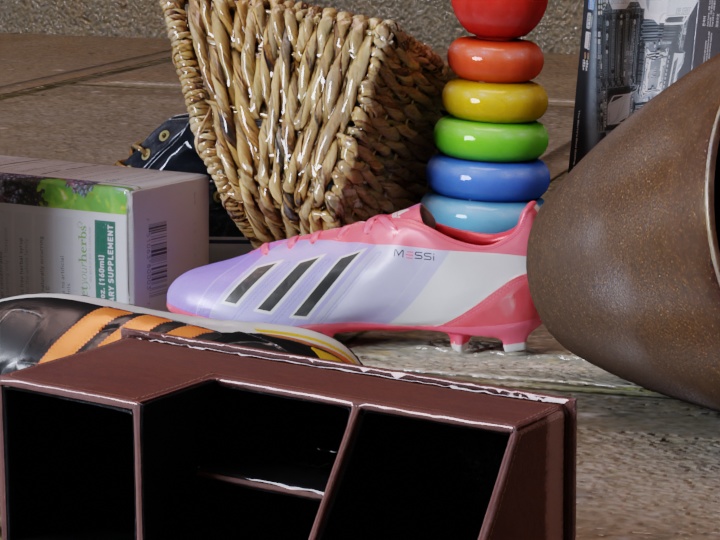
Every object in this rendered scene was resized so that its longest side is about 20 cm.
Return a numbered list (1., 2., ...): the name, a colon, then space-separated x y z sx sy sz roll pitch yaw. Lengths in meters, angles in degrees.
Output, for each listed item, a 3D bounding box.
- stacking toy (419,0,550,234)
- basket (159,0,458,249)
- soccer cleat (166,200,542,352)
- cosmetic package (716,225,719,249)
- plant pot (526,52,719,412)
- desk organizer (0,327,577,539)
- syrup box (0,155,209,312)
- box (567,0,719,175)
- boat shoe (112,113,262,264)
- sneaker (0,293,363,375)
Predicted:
1. stacking toy: 0.072 -0.079 1.375 0.085 0.202 0.085 3 9 -1
2. basket: -0.032 -0.068 1.417 0.148 0.144 0.200 15 -3 22
3. soccer cleat: 0.000 0.000 1.282 0.198 0.077 0.067 2 10 4
4. cosmetic package: 0.279 0.019 1.216 0.199 0.072 0.101 10 13 42
5. plant pot: 0.170 -0.012 1.145 0.186 0.189 0.200 -5 -4 -31
6. desk organizer: -0.029 0.073 0.867 0.199 0.072 0.077 7 14 34
7. syrup box: -0.184 -0.018 1.364 0.199 0.079 0.081 6 11 29
8. box: 0.174 -0.085 1.437 0.049 0.202 0.158 2 9 -18
9. boat shoe: -0.135 -0.052 1.537 0.198 0.092 0.071 2 9 5
10. sneaker: -0.094 0.050 0.991 0.198 0.071 0.090 3 6 -1
